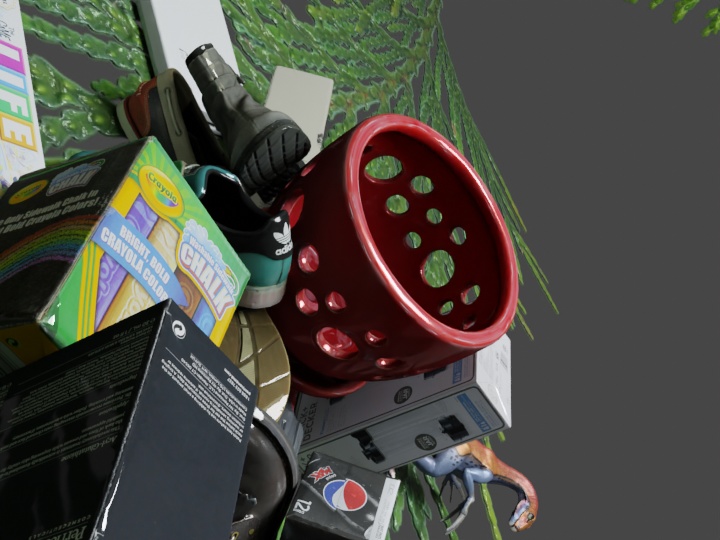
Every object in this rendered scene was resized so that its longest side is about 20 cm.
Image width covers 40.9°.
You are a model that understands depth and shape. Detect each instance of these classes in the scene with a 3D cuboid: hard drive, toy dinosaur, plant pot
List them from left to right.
[{"bbox_3d":[-0.174,-0.237,0.980,0.132,0.027,0.201,14,56,-61],"label":"hard drive"},{"bbox_3d":[0.000,0.000,0.792,0.200,0.182,0.201,30,45,-36],"label":"plant pot"},{"bbox_3d":[0.113,0.205,1.015,0.181,0.201,0.105,9,32,-10],"label":"toy dinosaur"}]

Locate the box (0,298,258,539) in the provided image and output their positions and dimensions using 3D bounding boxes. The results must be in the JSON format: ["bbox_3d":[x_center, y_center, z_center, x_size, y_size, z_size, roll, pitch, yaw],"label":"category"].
[{"bbox_3d":[-0.157,0.118,0.458,0.079,0.199,0.141,52,27,-29],"label":"box"}]

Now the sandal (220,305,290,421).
[{"bbox_3d":[-0.102,0.053,0.701,0.080,0.054,0.200,5,41,-24],"label":"sandal"}]

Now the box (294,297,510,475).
[{"bbox_3d":[0.035,0.115,0.876,0.060,0.199,0.117,51,29,-27],"label":"box"}]

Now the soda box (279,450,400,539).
[{"bbox_3d":[-0.032,0.224,0.649,0.071,0.063,0.201,-66,172,-60],"label":"soda box"}]

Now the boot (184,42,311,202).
[{"bbox_3d":[-0.103,-0.127,0.780,0.131,0.068,0.200,55,-3,1],"label":"boot"}]

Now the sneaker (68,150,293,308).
[{"bbox_3d":[-0.132,-0.052,0.705,0.199,0.080,0.071,27,35,14],"label":"sneaker"}]

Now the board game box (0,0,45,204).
[{"bbox_3d":[-0.280,-0.132,0.642,0.134,0.034,0.201,20,50,-60],"label":"board game box"}]

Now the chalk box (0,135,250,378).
[{"bbox_3d":[-0.161,0.008,0.600,0.124,0.124,0.200,59,34,-34],"label":"chalk box"}]

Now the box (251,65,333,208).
[{"bbox_3d":[-0.075,-0.123,0.993,0.068,0.082,0.200,12,41,-4],"label":"box"}]

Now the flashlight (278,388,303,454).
[{"bbox_3d":[-0.064,0.093,0.862,0.067,0.068,0.200,14,43,-4],"label":"flashlight"}]

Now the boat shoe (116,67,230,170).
[{"bbox_3d":[-0.134,-0.080,0.850,0.200,0.062,0.071,58,22,-10],"label":"boat shoe"}]

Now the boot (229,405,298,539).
[{"bbox_3d":[-0.101,0.191,0.561,0.174,0.069,0.201,-56,155,-53],"label":"boot"}]
